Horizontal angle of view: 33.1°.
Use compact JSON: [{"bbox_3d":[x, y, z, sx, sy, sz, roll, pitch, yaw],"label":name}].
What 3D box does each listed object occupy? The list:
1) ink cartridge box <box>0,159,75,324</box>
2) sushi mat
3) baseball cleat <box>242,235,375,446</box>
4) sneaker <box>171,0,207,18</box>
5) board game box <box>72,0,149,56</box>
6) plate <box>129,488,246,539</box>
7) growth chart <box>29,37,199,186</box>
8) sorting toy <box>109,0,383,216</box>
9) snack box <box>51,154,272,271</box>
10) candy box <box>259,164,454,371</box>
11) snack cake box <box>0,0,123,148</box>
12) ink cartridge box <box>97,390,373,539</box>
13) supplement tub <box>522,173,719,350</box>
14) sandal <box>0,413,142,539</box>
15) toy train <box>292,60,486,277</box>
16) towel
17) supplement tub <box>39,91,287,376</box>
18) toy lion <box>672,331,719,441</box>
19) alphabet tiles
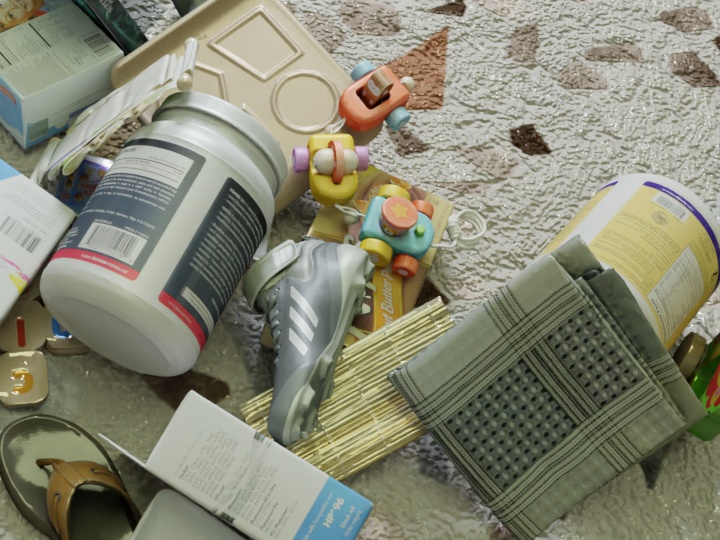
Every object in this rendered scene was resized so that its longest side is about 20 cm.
[{"bbox_3d":[-0.328,0.004,0.957,0.115,0.068,0.201,36,51,-11],"label":"ink cartridge box"},{"bbox_3d":[0.006,0.108,1.003,0.198,0.012,0.096,-28,79,-11],"label":"sushi mat"},{"bbox_3d":[-0.058,0.053,0.980,0.105,0.070,0.201,16,45,9],"label":"baseball cleat"},{"bbox_3d":[-0.157,-0.218,1.199,0.080,0.074,0.201,-15,59,-21],"label":"sneaker"},{"bbox_3d":[-0.263,-0.268,1.130,0.028,0.200,0.135,-43,73,-4],"label":"board game box"},{"bbox_3d":[-0.109,0.289,0.859,0.199,0.032,0.201,35,52,-8],"label":"plate"},{"bbox_3d":[-0.213,-0.131,1.037,0.018,0.199,0.145,50,21,-23],"label":"growth chart"},{"bbox_3d":[-0.105,-0.155,1.131,0.185,0.037,0.200,-38,82,-18],"label":"sorting toy"},{"bbox_3d":[-0.179,-0.054,1.104,0.197,0.024,0.073,14,54,-7],"label":"snack box"},{"bbox_3d":[0.000,0.000,1.098,0.114,0.056,0.201,24,53,1],"label":"candy box"},{"bbox_3d":[-0.327,-0.220,1.146,0.114,0.068,0.200,-32,66,-30],"label":"snack cake box"},{"bbox_3d":[-0.091,0.155,0.917,0.199,0.116,0.068,31,77,6],"label":"ink cartridge box"},{"bbox_3d":[0.226,0.021,1.093,0.145,0.146,0.200,39,55,13],"label":"supplement tub"},{"bbox_3d":[-0.205,0.187,0.908,0.081,0.055,0.201,-21,65,-27],"label":"sandal"},{"bbox_3d":[0.027,-0.097,1.080,0.149,0.056,0.201,-29,77,-20],"label":"toy train"},{"bbox_3d":[0.154,0.099,0.977,0.199,0.035,0.193,-37,99,6],"label":"towel"},{"bbox_3d":[-0.156,-0.030,0.988,0.139,0.141,0.201,26,65,3],"label":"supplement tub"},{"bbox_3d":[0.329,0.071,1.032,0.068,0.201,0.192,29,36,4],"label":"toy lion"},{"bbox_3d":[-0.325,0.030,1.009,0.197,0.015,0.197,-3,56,-18],"label":"alphabet tiles"}]
